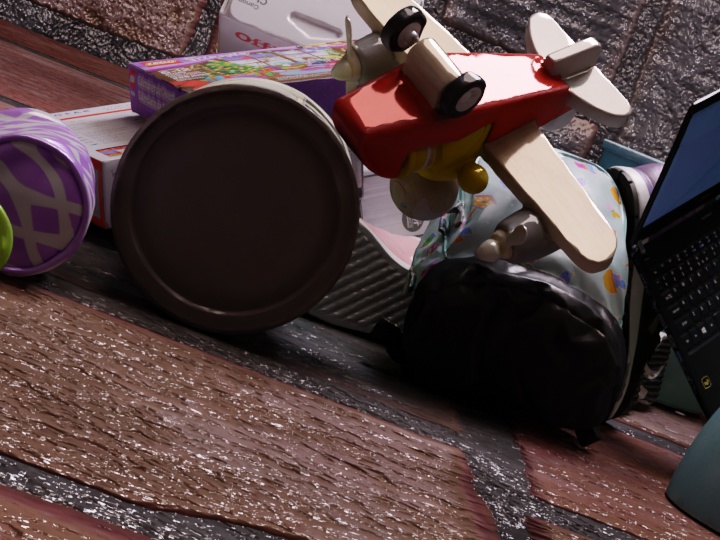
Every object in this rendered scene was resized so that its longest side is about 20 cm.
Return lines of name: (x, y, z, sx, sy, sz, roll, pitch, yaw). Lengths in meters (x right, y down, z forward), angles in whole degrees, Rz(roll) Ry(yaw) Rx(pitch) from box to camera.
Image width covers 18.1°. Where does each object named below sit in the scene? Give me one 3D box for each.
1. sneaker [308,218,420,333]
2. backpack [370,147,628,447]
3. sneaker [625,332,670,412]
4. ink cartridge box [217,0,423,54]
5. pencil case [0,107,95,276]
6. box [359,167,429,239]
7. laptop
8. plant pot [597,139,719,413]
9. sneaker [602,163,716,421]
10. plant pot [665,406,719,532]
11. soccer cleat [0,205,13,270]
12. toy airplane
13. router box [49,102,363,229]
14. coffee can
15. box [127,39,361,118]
sneaker: (0.000, 0.000, 1.612, 0.200, 0.075, 0.105, 27, 7, -21)
backpack: (0.110, 0.004, 1.507, 0.167, 0.127, 0.200, 26, 30, -9)
sneaker: (0.187, 0.069, 1.757, 0.080, 0.074, 0.200, 15, -3, 17)
ink cartridge box: (-0.037, -0.167, 1.827, 0.147, 0.086, 0.200, 22, -23, 3)
pencil case: (-0.198, -0.052, 1.311, 0.086, 0.084, 0.200, 56, -3, -13)
box: (-0.011, -0.054, 1.705, 0.199, 0.060, 0.117, -11, 14, -25)
laptop: (0.273, -0.030, 1.512, 0.177, 0.200, 0.103, -27, 3, -44)
plant pot: (0.263, 0.012, 1.914, 0.200, 0.188, 0.200, 22, 6, -2)
sneaker: (0.208, 0.018, 1.598, 0.087, 0.201, 0.076, -7, 34, -24)
plant pot: (0.307, 0.114, 1.397, 0.200, 0.135, 0.200, 21, 6, -2)
soccer cleat: (-0.268, -0.045, 1.133, 0.199, 0.068, 0.081, 21, -7, -4)
toy airplane: (0.070, -0.092, 1.427, 0.199, 0.141, 0.200, 25, 32, -13)
router box: (-0.126, -0.085, 1.621, 0.199, 0.049, 0.179, -10, 17, -26)
coffee can: (-0.075, -0.046, 1.411, 0.146, 0.147, 0.200, 21, 6, -3)
box: (-0.050, -0.130, 1.604, 0.199, 0.039, 0.137, -8, 16, -22)
